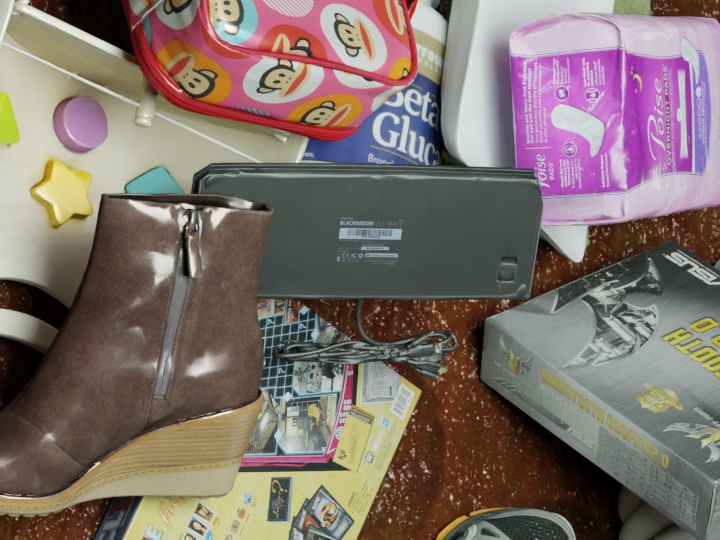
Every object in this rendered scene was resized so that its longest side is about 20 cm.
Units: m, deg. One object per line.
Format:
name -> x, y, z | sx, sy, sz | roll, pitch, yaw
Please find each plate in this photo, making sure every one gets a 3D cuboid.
plate -> 0.095, -0.127, 1.729 | 0.200, 0.032, 0.200 | 37, 56, -59

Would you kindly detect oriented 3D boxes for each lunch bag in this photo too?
lunch bag -> -0.046, -0.171, 1.591 | 0.176, 0.082, 0.200 | 10, 55, -36

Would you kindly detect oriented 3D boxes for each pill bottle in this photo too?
pill bottle -> -0.004, -0.096, 1.687 | 0.111, 0.111, 0.200 | 20, 69, -31

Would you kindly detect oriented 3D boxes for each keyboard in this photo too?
keyboard -> 0.000, 0.000, 1.608 | 0.200, 0.021, 0.127 | 1, 112, -17

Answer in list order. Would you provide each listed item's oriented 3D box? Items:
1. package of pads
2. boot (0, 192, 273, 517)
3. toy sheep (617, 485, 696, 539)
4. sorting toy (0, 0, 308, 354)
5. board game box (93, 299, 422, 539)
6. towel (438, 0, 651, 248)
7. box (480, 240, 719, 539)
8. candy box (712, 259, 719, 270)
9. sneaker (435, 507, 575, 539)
package of pads -> 0.156, -0.090, 1.735 | 0.200, 0.076, 0.121 | -9, 95, -65
boot -> -0.144, 0.039, 1.538 | 0.200, 0.072, 0.166 | -1, 107, -24
toy sheep -> 0.221, 0.159, 1.787 | 0.138, 0.138, 0.200 | 8, 53, -34
sorting toy -> -0.153, -0.038, 1.584 | 0.200, 0.107, 0.180 | 24, 75, -31
board game box -> -0.059, 0.117, 1.652 | 0.135, 0.035, 0.200 | 38, 61, -24
towel -> 0.103, -0.122, 1.818 | 0.148, 0.036, 0.200 | 28, 66, -27
box -> 0.194, 0.068, 1.747 | 0.158, 0.200, 0.048 | -20, 130, -33
candy box -> 0.315, 0.019, 1.924 | 0.200, 0.061, 0.136 | -36, 104, -36
sneaker -> 0.059, 0.192, 1.696 | 0.200, 0.077, 0.078 | -28, 95, -38
